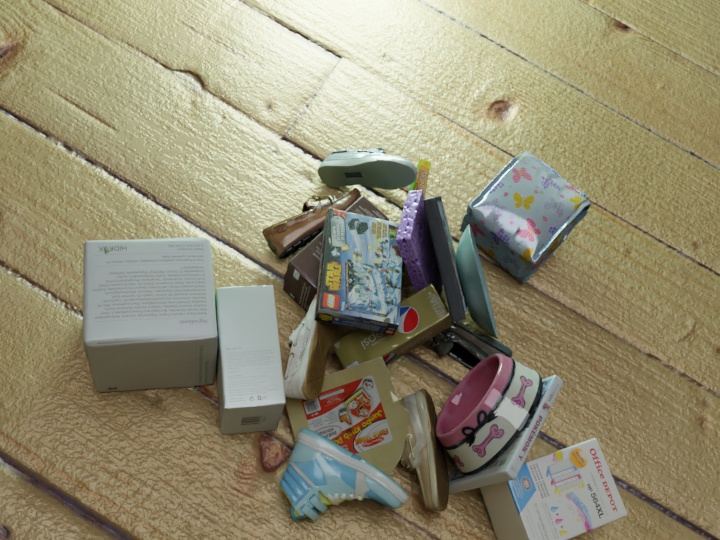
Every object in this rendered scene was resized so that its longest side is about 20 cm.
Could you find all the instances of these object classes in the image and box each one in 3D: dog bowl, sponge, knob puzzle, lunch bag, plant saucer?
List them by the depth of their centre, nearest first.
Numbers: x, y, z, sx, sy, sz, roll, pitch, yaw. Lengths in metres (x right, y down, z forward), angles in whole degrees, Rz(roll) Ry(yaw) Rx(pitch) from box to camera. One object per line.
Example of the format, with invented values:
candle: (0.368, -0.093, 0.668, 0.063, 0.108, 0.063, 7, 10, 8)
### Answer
dog bowl: (0.196, 0.219, 1.423, 0.073, 0.200, 0.201, 39, 61, -6)
knob puzzle: (-0.014, 0.263, 1.442, 0.215, 0.030, 0.225, 0, 82, 2)
sponge: (0.108, -0.026, 1.545, 0.029, 0.202, 0.113, -2, 48, 21)
plant saucer: (0.197, 0.023, 1.554, 0.038, 0.201, 0.205, -14, 63, 10)
lunch bag: (0.312, -0.106, 1.673, 0.169, 0.128, 0.200, 40, 71, 13)

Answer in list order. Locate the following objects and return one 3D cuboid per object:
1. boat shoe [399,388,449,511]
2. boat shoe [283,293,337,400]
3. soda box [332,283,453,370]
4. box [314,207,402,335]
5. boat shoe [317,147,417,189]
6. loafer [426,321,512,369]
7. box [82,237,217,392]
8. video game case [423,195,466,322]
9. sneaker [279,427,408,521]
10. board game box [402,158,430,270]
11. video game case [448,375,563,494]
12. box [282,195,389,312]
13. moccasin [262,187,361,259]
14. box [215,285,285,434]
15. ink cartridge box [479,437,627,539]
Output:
boat shoe: (0.096, 0.295, 1.449, 0.068, 0.074, 0.203, -18, 54, 16)
boat shoe: (-0.088, 0.115, 1.454, 0.068, 0.071, 0.203, -6, 48, 26)
soda box: (0.055, 0.107, 1.497, 0.198, 0.068, 0.065, -30, 69, 0)
box: (0.000, 0.000, 1.474, 0.134, 0.040, 0.203, 12, 55, -10)
boat shoe: (0.017, -0.198, 1.656, 0.197, 0.071, 0.072, 3, 48, 25)
loafer: (0.166, 0.129, 1.550, 0.197, 0.072, 0.064, 23, 66, -1)
box: (-0.326, 0.071, 1.399, 0.196, 0.200, 0.174, -2, 63, -12)
video game case: (0.147, -0.025, 1.519, 0.025, 0.181, 0.204, -13, 93, 9)
sneaker: (-0.034, 0.344, 1.375, 0.197, 0.080, 0.132, 26, 78, 15)
board game box: (0.092, -0.095, 1.635, 0.029, 0.096, 0.203, 16, 60, -2)
video game case: (0.224, 0.262, 1.416, 0.023, 0.200, 0.183, 38, 61, -6)
box: (-0.042, -0.029, 1.570, 0.075, 0.101, 0.200, 42, 63, 12)
moccasin: (-0.085, -0.098, 1.619, 0.199, 0.074, 0.078, -32, 80, -14)
box: (-0.182, 0.143, 1.436, 0.095, 0.125, 0.204, -2, 63, -13)
ink cartridge box: (0.311, 0.357, 1.418, 0.196, 0.125, 0.131, -15, 73, -19)
